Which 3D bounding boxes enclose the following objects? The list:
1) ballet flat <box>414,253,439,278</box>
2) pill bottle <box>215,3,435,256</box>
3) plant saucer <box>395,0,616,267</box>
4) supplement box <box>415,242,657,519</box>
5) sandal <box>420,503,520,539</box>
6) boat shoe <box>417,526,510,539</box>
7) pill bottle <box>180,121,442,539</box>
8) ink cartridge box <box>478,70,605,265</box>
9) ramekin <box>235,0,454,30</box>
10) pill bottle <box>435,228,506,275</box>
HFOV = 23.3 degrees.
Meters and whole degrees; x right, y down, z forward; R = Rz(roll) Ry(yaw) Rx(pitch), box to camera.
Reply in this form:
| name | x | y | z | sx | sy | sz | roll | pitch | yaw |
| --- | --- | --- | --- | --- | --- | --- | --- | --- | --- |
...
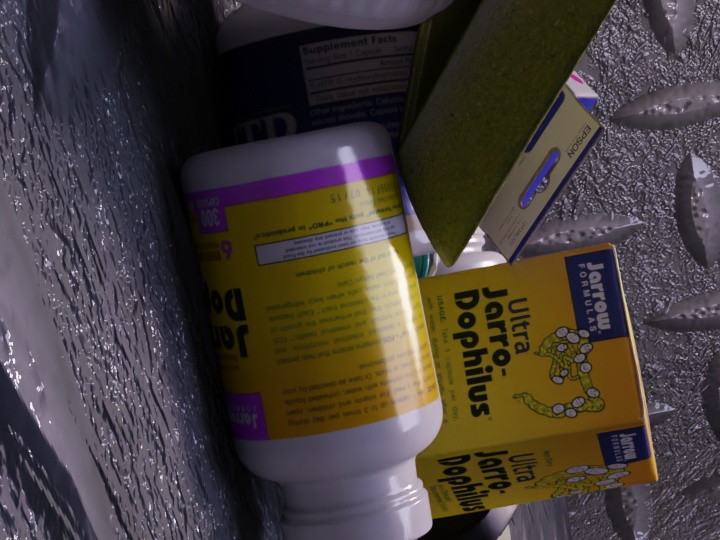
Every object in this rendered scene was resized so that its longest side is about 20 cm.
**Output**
| name | x | y | z | sx | sy | sz | roll | pitch | yaw |
| --- | --- | --- | --- | --- | --- | --- | --- | --- | --- |
| ballet flat | -0.002 | -0.065 | 1.082 | 0.072 | 0.072 | 0.200 | 49 | 17 | -74 |
| pill bottle | -0.017 | -0.100 | 0.976 | 0.120 | 0.120 | 0.200 | -10 | 90 | -82 |
| plant saucer | 0.073 | -0.135 | 0.860 | 0.200 | 0.048 | 0.200 | -78 | -166 | -53 |
| supplement box | 0.058 | 0.071 | 0.988 | 0.109 | 0.200 | 0.110 | 62 | 19 | -63 |
| sandal | 0.085 | 0.097 | 1.087 | 0.048 | 0.075 | 0.200 | 52 | 36 | -16 |
| boat shoe | 0.042 | 0.118 | 1.144 | 0.071 | 0.063 | 0.200 | -42 | 121 | -45 |
| pill bottle | -0.019 | 0.034 | 0.846 | 0.104 | 0.104 | 0.200 | -35 | 115 | -81 |
| ink cartridge box | 0.074 | -0.095 | 1.005 | 0.037 | 0.095 | 0.200 | 15 | 28 | -36 |
| ramekin | -0.026 | -0.186 | 0.801 | 0.202 | 0.202 | 0.094 | -84 | -168 | -62 |
| pill bottle | 0.078 | 0.053 | 1.458 | 0.109 | 0.109 | 0.200 | 17 | 63 | -81 |
